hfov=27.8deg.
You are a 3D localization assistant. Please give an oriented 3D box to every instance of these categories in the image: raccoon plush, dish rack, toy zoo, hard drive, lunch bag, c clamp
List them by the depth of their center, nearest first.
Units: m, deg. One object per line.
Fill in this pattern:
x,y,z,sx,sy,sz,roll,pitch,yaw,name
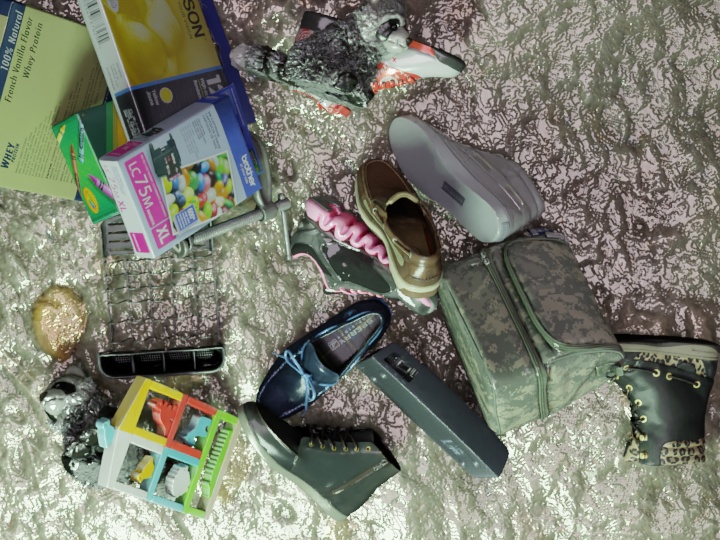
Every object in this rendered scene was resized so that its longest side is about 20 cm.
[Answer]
-0.040,-0.269,1.632,0.199,0.097,0.134,19,86,6,raccoon plush
0.194,0.061,1.662,0.167,0.140,0.200,-19,54,-5,lunch bag
-0.156,-0.073,1.662,0.200,0.027,0.171,-17,110,-40,c clamp
-0.228,0.204,1.685,0.020,0.200,0.132,9,75,42,toy zoo
0.086,0.163,1.705,0.200,0.135,0.042,44,78,-1,hard drive
-0.240,0.024,1.735,0.153,0.055,0.201,-4,95,1,dish rack
-0.306,0.204,1.747,0.097,0.134,0.200,-38,128,-2,raccoon plush

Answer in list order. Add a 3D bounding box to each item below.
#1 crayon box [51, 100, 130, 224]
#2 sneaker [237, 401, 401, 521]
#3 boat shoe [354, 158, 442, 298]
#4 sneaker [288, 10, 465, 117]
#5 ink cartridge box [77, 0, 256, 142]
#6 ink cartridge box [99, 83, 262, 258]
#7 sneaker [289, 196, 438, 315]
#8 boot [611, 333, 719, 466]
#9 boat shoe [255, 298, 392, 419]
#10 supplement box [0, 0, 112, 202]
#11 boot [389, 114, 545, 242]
-0.241,-0.142,1.656,0.058,0.200,0.119,-19,96,44,crayon box
-0.049,0.200,1.719,0.106,0.075,0.200,-40,115,13,sneaker
0.050,-0.066,1.661,0.075,0.075,0.203,-13,52,-17,boat shoe
0.015,-0.226,1.702,0.201,0.067,0.108,16,96,3,sneaker
-0.207,-0.244,1.647,0.047,0.200,0.198,-16,95,45,ink cartridge box
-0.183,-0.113,1.592,0.200,0.042,0.120,-38,121,-37,ink cartridge box
0.000,0.000,1.716,0.200,0.079,0.096,37,106,13,sneaker
0.326,0.153,1.729,0.199,0.073,0.151,1,95,-4,boot
-0.051,0.102,1.730,0.084,0.069,0.200,43,95,-3,boat shoe
-0.394,-0.199,1.626,0.134,0.200,0.201,19,96,29,supplement box
0.127,-0.116,1.713,0.200,0.095,0.074,49,137,20,boot
